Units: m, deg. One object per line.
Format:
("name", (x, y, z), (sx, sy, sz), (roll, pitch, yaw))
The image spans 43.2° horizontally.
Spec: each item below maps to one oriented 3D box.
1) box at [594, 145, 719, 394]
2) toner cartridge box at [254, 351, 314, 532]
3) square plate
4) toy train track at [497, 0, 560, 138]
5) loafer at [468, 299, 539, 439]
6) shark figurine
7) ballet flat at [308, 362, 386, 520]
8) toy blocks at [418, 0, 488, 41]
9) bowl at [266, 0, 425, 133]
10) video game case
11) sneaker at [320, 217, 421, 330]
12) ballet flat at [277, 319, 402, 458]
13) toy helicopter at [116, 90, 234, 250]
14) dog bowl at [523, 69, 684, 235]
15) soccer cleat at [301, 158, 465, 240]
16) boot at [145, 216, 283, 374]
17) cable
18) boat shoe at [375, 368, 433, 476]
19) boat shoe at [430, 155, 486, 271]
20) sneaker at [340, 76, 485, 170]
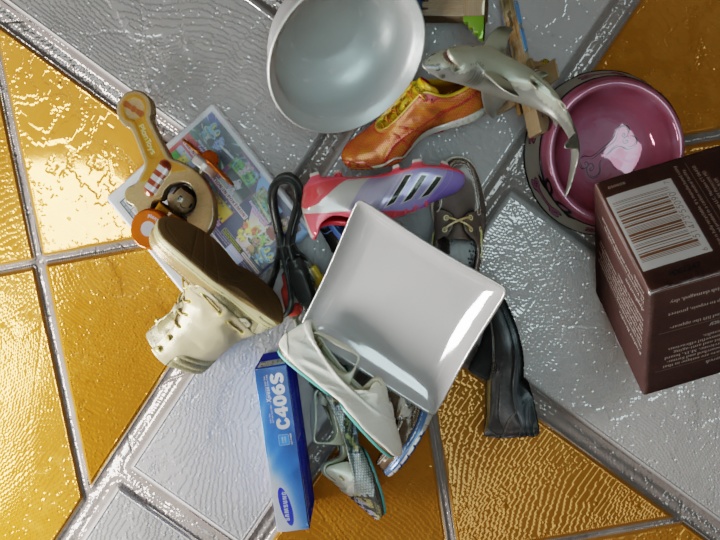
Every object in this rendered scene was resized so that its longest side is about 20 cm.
("box", (0.366, 0.001, 1.022), (0.161, 0.168, 0.202), (-17, 140, 2))
("toner cartridge box", (-0.093, 0.209, 1.131), (0.042, 0.095, 0.205), (-7, 95, 3))
("square plate", (0.046, 0.044, 1.061), (0.196, 0.028, 0.202), (31, 121, 8))
("toy train track", (0.200, -0.260, 1.091), (0.032, 0.114, 0.204), (-6, 81, -31))
("loafer", (0.168, 0.116, 1.130), (0.071, 0.073, 0.204), (-13, 95, 7))
("shark figurine", (0.177, -0.190, 1.040), (0.213, 0.090, 0.128), (37, 53, 7))
("ballet flat", (-0.025, 0.221, 1.141), (0.071, 0.072, 0.204), (-15, 90, 2))
("toy blocks", (0.086, -0.375, 1.075), (0.134, 0.100, 0.205), (3, 96, 12))
("bowl", (-0.030, -0.270, 1.060), (0.198, 0.091, 0.203), (-17, 137, -17))
("video game case", (-0.187, -0.071, 1.139), (0.181, 0.023, 0.201), (-39, 93, 5))
("sneaker", (0.000, 0.000, 1.120), (0.201, 0.070, 0.078), (50, 125, 10))
("ballet flat", (-0.011, 0.136, 1.079), (0.200, 0.069, 0.070), (43, 95, 2))
("toy helicopter", (-0.230, -0.128, 1.088), (0.130, 0.079, 0.203), (-27, 83, 9))
("dog bowl", (0.300, -0.142, 1.097), (0.195, 0.074, 0.205), (0, 96, 1))
("soccer cleat", (0.028, -0.082, 1.070), (0.195, 0.067, 0.078), (-5, 77, -5))
("boot", (-0.208, 0.037, 1.077), (0.154, 0.074, 0.199), (-33, 130, 22))
("cable", (-0.086, -0.019, 1.124), (0.095, 0.050, 0.204), (-11, 102, 17))
("boat shoe", (0.063, 0.157, 1.140), (0.071, 0.072, 0.203), (28, 86, 2))
("boat shoe", (0.120, -0.039, 1.118), (0.070, 0.060, 0.205), (4, 96, 1))
("sneaker", (0.059, -0.188, 1.089), (0.198, 0.073, 0.078), (-32, 130, -4))
